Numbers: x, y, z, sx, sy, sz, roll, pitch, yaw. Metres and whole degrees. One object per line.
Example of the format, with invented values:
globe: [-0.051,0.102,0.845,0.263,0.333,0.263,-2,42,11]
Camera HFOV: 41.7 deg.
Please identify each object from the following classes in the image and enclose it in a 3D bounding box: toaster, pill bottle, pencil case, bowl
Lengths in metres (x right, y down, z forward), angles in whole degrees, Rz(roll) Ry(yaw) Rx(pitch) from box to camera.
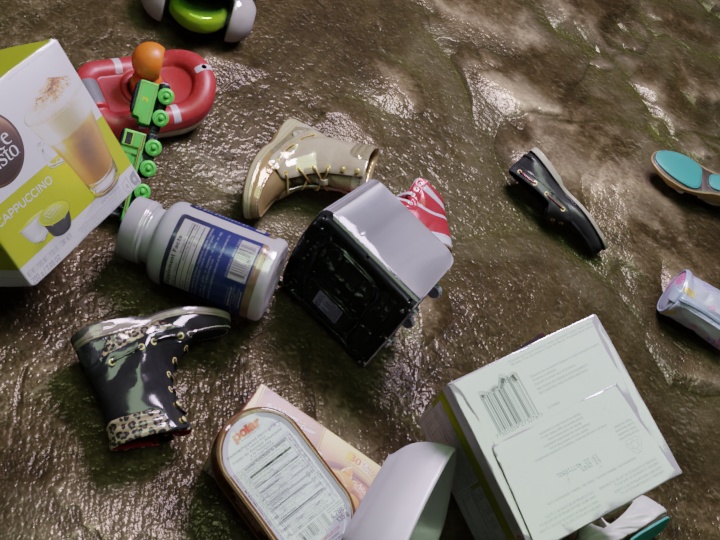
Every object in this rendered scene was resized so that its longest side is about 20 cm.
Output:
toaster: [0.000,0.000,1.247,0.200,0.181,0.119,44,50,8]
pill bottle: [-0.202,-0.020,1.200,0.200,0.111,0.111,21,53,2]
pencil case: [0.569,0.082,1.491,0.200,0.083,0.091,33,30,1]
bowl: [0.037,0.300,1.066,0.074,0.200,0.200,21,48,18]

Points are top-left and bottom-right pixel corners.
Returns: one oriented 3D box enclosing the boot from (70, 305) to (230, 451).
boot: [-0.233,0.126,1.132,0.200,0.073,0.151,-6,67,-38]

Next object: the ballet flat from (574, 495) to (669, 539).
ballet flat: [0.322,0.348,1.234,0.200,0.069,0.070,-19,67,-36]

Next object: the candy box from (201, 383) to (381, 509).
candy box: [-0.074,0.242,1.132,0.200,0.055,0.116,34,53,1]

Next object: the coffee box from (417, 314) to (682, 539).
coffee box: [0.210,0.205,1.107,0.199,0.198,0.200,-22,73,-15]

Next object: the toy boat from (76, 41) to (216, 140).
toy boat: [-0.297,-0.265,1.321,0.200,0.131,0.131,-16,67,-30]

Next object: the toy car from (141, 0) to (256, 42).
toy car: [-0.236,-0.464,1.464,0.175,0.150,0.200,16,54,-13]

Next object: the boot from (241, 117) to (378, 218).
boot: [-0.069,-0.131,1.347,0.155,0.073,0.200,18,45,11]

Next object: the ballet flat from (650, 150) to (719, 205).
ballet flat: [0.597,-0.150,1.671,0.200,0.063,0.069,22,61,0]

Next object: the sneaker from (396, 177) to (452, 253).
sneaker: [0.041,-0.086,1.385,0.200,0.071,0.113,13,58,-24]

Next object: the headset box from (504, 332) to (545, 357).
headset box: [0.246,0.207,1.278,0.149,0.077,0.200,-26,70,-33]

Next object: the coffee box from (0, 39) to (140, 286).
coffee box: [-0.420,-0.119,1.073,0.200,0.200,0.198,-55,132,-39]

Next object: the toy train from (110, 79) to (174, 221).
toy train: [-0.296,-0.157,1.255,0.056,0.042,0.201,15,85,-21]

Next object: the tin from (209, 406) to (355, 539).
tin: [-0.086,0.245,1.071,0.112,0.042,0.200,-33,78,-33]

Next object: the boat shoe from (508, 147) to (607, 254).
boat shoe: [0.319,-0.103,1.523,0.063,0.074,0.201,-39,89,0]
